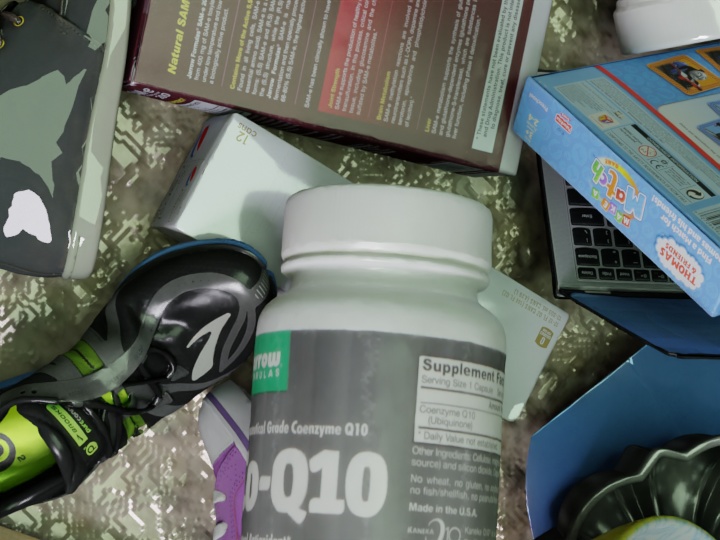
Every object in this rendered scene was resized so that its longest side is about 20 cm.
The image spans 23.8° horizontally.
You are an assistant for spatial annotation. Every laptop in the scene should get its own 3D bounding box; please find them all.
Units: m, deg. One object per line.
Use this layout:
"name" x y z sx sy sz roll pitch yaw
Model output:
"laptop" 0.197 -0.030 0.842 0.185 0.116 0.202 2 67 -17

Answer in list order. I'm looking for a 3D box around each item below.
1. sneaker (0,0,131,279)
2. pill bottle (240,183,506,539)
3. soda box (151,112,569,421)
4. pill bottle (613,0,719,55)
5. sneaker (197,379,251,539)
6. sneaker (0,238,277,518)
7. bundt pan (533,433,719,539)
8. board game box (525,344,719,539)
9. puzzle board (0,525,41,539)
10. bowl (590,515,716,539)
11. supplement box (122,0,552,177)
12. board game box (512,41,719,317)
"sneaker" -0.166 -0.099 0.790 0.105 0.075 0.202 5 92 -18
"pill bottle" 0.006 0.071 0.750 0.112 0.113 0.202 6 79 -16
"soda box" 0.000 0.000 0.847 0.199 0.068 0.064 30 84 -15
"pill bottle" 0.161 -0.216 0.859 0.115 0.116 0.202 -12 96 -15
"sneaker" -0.062 0.159 0.819 0.113 0.073 0.202 -22 76 -6
"sneaker" -0.119 0.060 0.788 0.199 0.083 0.071 -34 114 5
"bundt pan" 0.168 0.173 0.867 0.199 0.076 0.204 -2 99 -11
"board game box" 0.180 0.106 0.922 0.199 0.039 0.159 -38 103 -4
"puzzle board" -0.196 0.178 0.777 0.198 0.017 0.152 21 46 -12
"bowl" 0.106 0.217 0.755 0.199 0.107 0.202 27 55 -46
"supplement box" -0.012 -0.119 0.842 0.198 0.061 0.110 13 89 -17
"board game box" 0.197 -0.056 0.837 0.198 0.151 0.037 -14 136 -32
